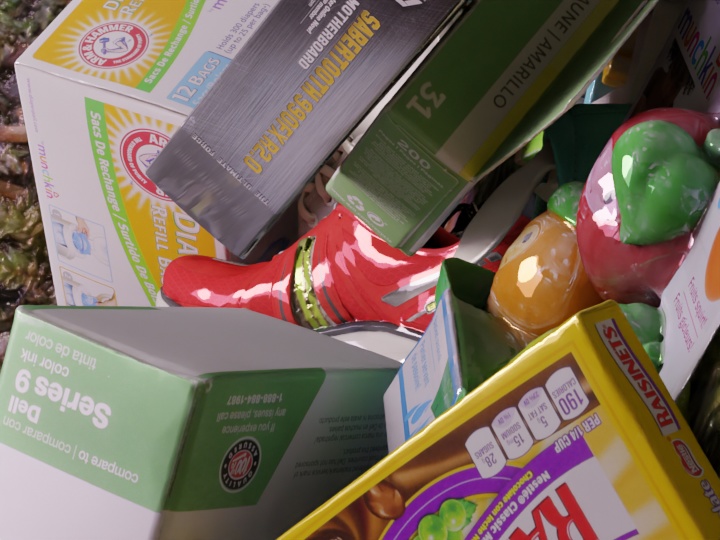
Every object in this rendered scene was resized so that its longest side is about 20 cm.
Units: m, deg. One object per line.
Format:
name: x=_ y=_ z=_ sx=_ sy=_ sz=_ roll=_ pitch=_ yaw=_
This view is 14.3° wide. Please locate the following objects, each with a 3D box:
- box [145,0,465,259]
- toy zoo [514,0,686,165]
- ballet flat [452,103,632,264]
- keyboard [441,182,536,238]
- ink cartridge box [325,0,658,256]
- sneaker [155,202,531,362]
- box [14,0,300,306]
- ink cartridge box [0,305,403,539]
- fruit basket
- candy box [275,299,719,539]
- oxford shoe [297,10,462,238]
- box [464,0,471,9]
box: x=0.022 y=-0.112 z=1.000 sx=0.158 sy=0.048 sz=0.200 roll=-49 pitch=2 yaw=45
toy zoo: x=0.110 y=-0.115 z=1.134 sx=0.200 sy=0.020 sz=0.132 roll=151 pitch=135 yaw=-77
ballet flat: x=0.058 y=0.024 z=1.053 sx=0.067 sy=0.070 sz=0.200 roll=-95 pitch=23 yaw=-65
keyboard: x=0.055 y=0.020 z=1.235 sx=0.200 sy=0.040 sz=0.104 roll=128 pitch=133 yaw=-62
ink cartridge box: x=0.067 y=-0.091 z=0.987 sx=0.146 sy=0.048 sz=0.200 roll=-51 pitch=0 yaw=-19
sneaker: x=0.000 y=0.000 z=1.168 sx=0.200 sy=0.077 sz=0.085 roll=5 pitch=95 yaw=39
box: x=-0.074 y=-0.038 z=1.296 sx=0.113 sy=0.101 sz=0.200 roll=-53 pitch=-29 yaw=-39
ink cartridge box: x=-0.071 y=0.118 z=0.984 sx=0.145 sy=0.087 sz=0.201 roll=0 pitch=-74 yaw=-60
fruit basket: x=0.077 y=0.003 z=0.902 sx=0.185 sy=0.093 sz=0.200 roll=-94 pitch=23 yaw=-64
candy box: x=0.028 y=0.103 z=0.847 sx=0.200 sy=0.102 sz=0.026 roll=-40 pitch=-14 yaw=35
oxford shoe: x=0.003 y=-0.042 z=1.234 sx=0.075 sy=0.058 sz=0.200 roll=-106 pitch=26 yaw=-57
box: x=0.101 y=-0.216 z=1.212 sx=0.137 sy=0.040 sz=0.200 roll=124 pitch=168 yaw=-59
